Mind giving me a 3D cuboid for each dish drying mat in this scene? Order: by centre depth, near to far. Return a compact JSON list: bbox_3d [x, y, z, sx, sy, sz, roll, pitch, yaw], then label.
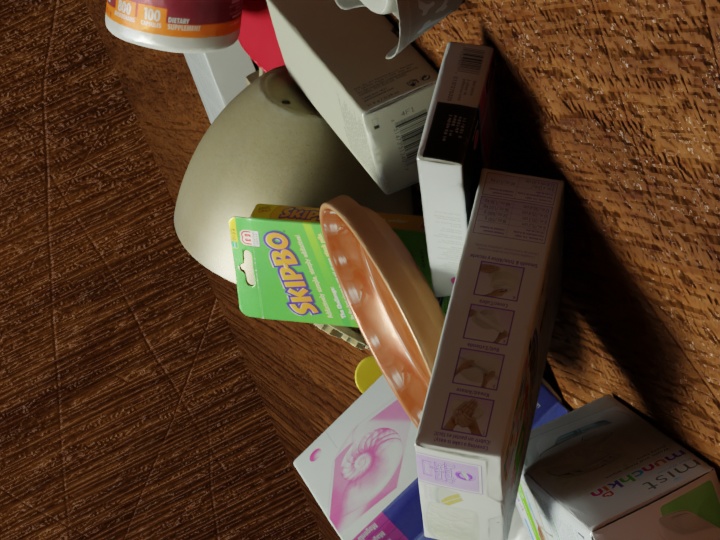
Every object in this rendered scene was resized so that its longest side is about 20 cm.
[{"bbox_3d":[-0.068,-0.232,1.680,0.077,0.018,0.200,46,150,16],"label":"dish drying mat"}]

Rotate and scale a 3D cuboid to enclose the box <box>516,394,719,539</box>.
[{"bbox_3d":[0.187,0.208,1.345,0.201,0.096,0.176,68,169,-17],"label":"box"}]

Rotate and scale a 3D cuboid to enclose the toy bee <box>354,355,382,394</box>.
[{"bbox_3d":[0.052,0.097,1.744,0.200,0.130,0.109,37,108,57],"label":"toy bee"}]

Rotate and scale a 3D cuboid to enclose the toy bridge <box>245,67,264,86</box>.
[{"bbox_3d":[-0.096,-0.217,1.807,0.067,0.027,0.201,53,166,43],"label":"toy bridge"}]

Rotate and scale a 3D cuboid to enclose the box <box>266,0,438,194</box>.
[{"bbox_3d":[0.001,-0.146,1.541,0.200,0.068,0.082,55,166,48],"label":"box"}]

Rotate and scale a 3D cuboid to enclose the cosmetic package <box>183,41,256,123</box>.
[{"bbox_3d":[-0.156,-0.233,2.219,0.151,0.051,0.201,43,156,61],"label":"cosmetic package"}]

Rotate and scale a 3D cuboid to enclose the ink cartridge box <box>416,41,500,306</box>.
[{"bbox_3d":[0.068,-0.054,1.364,0.200,0.037,0.095,84,-161,-58],"label":"ink cartridge box"}]

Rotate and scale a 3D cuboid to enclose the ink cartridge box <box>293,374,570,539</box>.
[{"bbox_3d":[0.054,0.135,1.580,0.043,0.196,0.200,45,-179,-28],"label":"ink cartridge box"}]

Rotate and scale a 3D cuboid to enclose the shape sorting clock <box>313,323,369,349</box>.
[{"bbox_3d":[-0.066,0.011,1.742,0.199,0.039,0.200,30,-178,-1],"label":"shape sorting clock"}]

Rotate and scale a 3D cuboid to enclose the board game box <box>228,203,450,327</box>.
[{"bbox_3d":[0.000,0.000,1.558,0.030,0.199,0.096,-70,-21,-53],"label":"board game box"}]

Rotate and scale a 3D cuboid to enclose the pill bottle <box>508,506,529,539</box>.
[{"bbox_3d":[0.127,0.189,1.574,0.200,0.111,0.112,47,160,61],"label":"pill bottle"}]

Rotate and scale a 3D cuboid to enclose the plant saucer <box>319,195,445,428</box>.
[{"bbox_3d":[0.029,0.036,1.458,0.201,0.032,0.200,61,170,18],"label":"plant saucer"}]

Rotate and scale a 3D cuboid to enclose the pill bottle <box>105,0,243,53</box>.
[{"bbox_3d":[-0.143,-0.287,1.651,0.114,0.114,0.201,-132,45,-59],"label":"pill bottle"}]

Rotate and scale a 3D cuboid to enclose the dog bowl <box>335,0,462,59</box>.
[{"bbox_3d":[0.005,-0.239,1.319,0.201,0.058,0.200,61,170,18],"label":"dog bowl"}]

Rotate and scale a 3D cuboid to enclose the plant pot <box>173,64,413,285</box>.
[{"bbox_3d":[-0.045,-0.088,1.659,0.200,0.199,0.135,-126,38,-47],"label":"plant pot"}]

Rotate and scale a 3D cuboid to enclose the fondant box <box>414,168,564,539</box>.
[{"bbox_3d":[0.085,0.058,1.303,0.145,0.058,0.201,82,-160,-60],"label":"fondant box"}]
